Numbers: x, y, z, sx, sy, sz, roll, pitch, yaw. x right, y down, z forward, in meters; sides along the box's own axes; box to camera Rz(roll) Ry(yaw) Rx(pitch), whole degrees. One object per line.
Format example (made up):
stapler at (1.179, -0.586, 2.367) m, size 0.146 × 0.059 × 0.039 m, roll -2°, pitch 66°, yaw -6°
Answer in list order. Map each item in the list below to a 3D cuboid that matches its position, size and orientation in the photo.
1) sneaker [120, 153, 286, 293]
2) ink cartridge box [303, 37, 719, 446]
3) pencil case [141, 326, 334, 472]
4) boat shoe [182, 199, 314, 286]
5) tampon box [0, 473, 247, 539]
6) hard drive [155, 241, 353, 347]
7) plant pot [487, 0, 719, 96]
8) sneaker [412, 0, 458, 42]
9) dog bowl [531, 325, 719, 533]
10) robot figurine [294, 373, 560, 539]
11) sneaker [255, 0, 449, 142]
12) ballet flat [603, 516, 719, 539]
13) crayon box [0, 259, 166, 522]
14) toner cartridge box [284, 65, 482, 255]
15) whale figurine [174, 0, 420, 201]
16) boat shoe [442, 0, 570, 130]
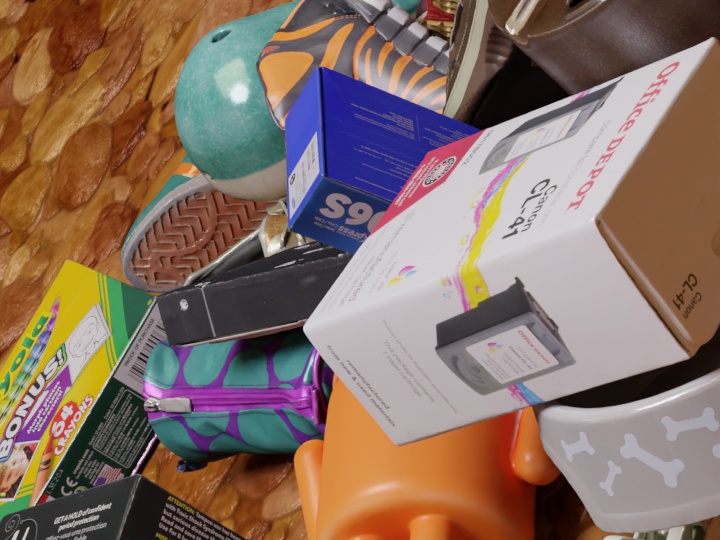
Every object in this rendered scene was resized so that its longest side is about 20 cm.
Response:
sneaker at (-0.088, -0.068, 1.817) m, size 0.200 × 0.071 × 0.080 m, roll -43°, pitch 29°, yaw 7°
ink cartridge box at (0.090, -0.011, 1.237) m, size 0.200 × 0.086 × 0.148 m, roll -23°, pitch 23°, yaw 46°
pencil case at (-0.049, 0.073, 1.576) m, size 0.200 × 0.092 × 0.085 m, roll -9°, pitch 92°, yaw 53°
boat shoe at (-0.035, -0.008, 1.664) m, size 0.200 × 0.068 × 0.075 m, roll -40°, pitch 30°, yaw 25°
tampon box at (-0.151, 0.243, 1.523) m, size 0.150 × 0.126 × 0.200 m, roll -19°, pitch 44°, yaw 48°
hard drive at (0.000, 0.000, 1.519) m, size 0.200 × 0.038 × 0.140 m, roll -13°, pitch 5°, yaw 38°
plant pot at (0.181, -0.127, 1.318) m, size 0.200 × 0.198 × 0.201 m, roll -39°, pitch 32°, yaw 30°
sneaker at (0.076, -0.181, 1.598) m, size 0.090 × 0.075 × 0.200 m, roll -61°, pitch -10°, yaw -18°
dog bowl at (0.167, 0.038, 1.231) m, size 0.200 × 0.059 × 0.200 m, roll -28°, pitch 18°, yaw 10°
robot figurine at (0.035, 0.100, 1.393) m, size 0.144 × 0.116 × 0.200 m, roll 118°, pitch 164°, yaw -47°
sneaker at (0.018, -0.086, 1.578) m, size 0.112 × 0.078 × 0.200 m, roll -44°, pitch 58°, yaw -14°
ballet flat at (0.147, 0.127, 1.246) m, size 0.069 × 0.069 × 0.200 m, roll -3°, pitch 58°, yaw 56°
crayon box at (-0.203, 0.102, 1.822) m, size 0.200 × 0.058 × 0.172 m, roll -60°, pitch 28°, yaw -7°
toner cartridge box at (0.057, -0.032, 1.404) m, size 0.043 × 0.200 × 0.095 m, roll -54°, pitch 24°, yaw 36°
whale figurine at (-0.035, -0.138, 1.693) m, size 0.200 × 0.104 × 0.159 m, roll -45°, pitch 28°, yaw -10°
boat shoe at (0.083, -0.130, 1.451) m, size 0.203 × 0.074 × 0.075 m, roll 105°, pitch 155°, yaw -43°
